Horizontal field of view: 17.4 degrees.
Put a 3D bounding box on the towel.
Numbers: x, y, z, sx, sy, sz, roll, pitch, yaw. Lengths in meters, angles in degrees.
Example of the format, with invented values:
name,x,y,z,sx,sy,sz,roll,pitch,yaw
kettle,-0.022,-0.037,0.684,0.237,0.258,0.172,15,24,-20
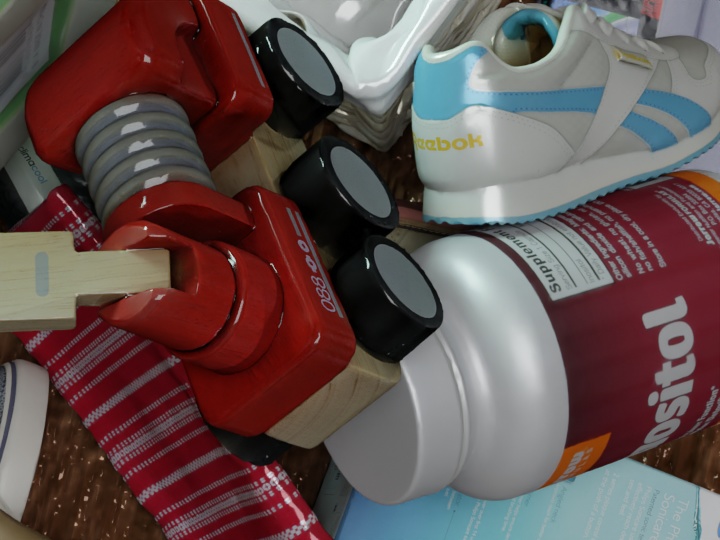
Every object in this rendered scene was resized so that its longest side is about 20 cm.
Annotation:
name,x,y,z,sx,sy,sz,roll,pitch,yaw
towel,-0.092,0.062,1.024,0.022,0.145,0.200,-38,94,-26

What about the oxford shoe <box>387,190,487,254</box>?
name,x,y,z,sx,sy,sz,roll,pitch,yaw
oxford shoe,0.000,0.000,1.051,0.199,0.070,0.075,2,99,-17

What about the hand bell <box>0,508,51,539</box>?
name,x,y,z,sx,sy,sz,roll,pitch,yaw
hand bell,-0.113,0.149,0.996,0.199,0.104,0.105,25,82,-31

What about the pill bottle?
name,x,y,z,sx,sy,sz,roll,pitch,yaw
pill bottle,0.082,0.031,1.000,0.199,0.113,0.114,-16,90,-30

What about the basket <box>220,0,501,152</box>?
name,x,y,z,sx,sy,sz,roll,pitch,yaw
basket,0.010,-0.169,1.053,0.135,0.123,0.200,34,80,9

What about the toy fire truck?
name,x,y,z,sx,sy,sz,roll,pitch,yaw
toy fire truck,-0.093,-0.023,0.886,0.129,0.200,0.177,-38,55,23

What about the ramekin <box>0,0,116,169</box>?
name,x,y,z,sx,sy,sz,roll,pitch,yaw
ramekin,-0.174,-0.099,0.911,0.098,0.200,0.200,37,81,4

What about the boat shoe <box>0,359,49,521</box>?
name,x,y,z,sx,sy,sz,roll,pitch,yaw
boat shoe,-0.209,0.124,1.032,0.092,0.075,0.201,21,84,-17

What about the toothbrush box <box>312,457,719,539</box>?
name,x,y,z,sx,sy,sz,roll,pitch,yaw
toothbrush box,0.074,0.148,1.080,0.199,0.085,0.147,21,82,-8

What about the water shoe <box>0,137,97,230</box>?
name,x,y,z,sx,sy,sz,roll,pitch,yaw
water shoe,-0.086,0.006,1.065,0.079,0.071,0.200,-38,97,-16

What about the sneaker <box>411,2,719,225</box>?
name,x,y,z,sx,sy,sz,roll,pitch,yaw
sneaker,0.098,-0.080,1.029,0.200,0.076,0.081,-25,111,-48

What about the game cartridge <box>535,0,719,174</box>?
name,x,y,z,sx,sy,sz,roll,pitch,yaw
game cartridge,0.141,-0.090,1.133,0.129,0.038,0.201,13,85,-14
